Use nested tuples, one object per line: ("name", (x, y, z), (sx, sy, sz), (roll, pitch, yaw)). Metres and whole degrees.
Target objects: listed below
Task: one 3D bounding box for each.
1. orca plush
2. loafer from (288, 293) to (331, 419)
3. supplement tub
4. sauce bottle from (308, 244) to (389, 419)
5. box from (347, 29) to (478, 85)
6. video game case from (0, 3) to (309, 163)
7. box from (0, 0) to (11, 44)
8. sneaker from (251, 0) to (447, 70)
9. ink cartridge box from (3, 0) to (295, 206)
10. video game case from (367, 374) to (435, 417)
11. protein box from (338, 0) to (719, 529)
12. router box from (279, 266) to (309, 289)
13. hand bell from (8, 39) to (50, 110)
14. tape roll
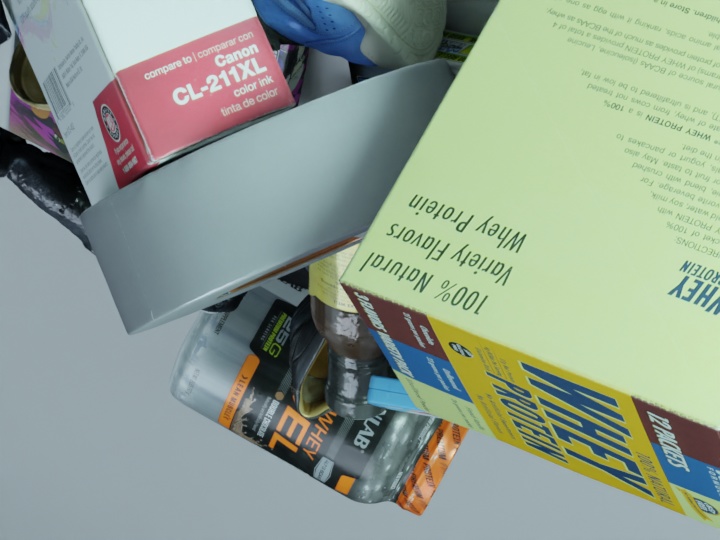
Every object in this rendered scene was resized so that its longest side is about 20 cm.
("orca plush", (-0.134, -0.047, 1.717), (0.200, 0.105, 0.071), (41, 116, -17))
("loafer", (0.017, 0.027, 1.718), (0.072, 0.073, 0.200), (22, 143, -16))
("supplement tub", (-0.022, 0.080, 1.923), (0.199, 0.123, 0.123), (29, 163, 3))
("sauce bottle", (0.000, 0.000, 1.624), (0.064, 0.065, 0.201), (22, 131, 23))
("box", (0.057, -0.030, 1.479), (0.110, 0.035, 0.201), (15, 127, 39))
("video game case", (-0.128, -0.119, 1.586), (0.199, 0.036, 0.182), (27, 140, 11))
("box", (-0.285, -0.209, 1.417), (0.182, 0.104, 0.201), (51, -167, -47))
("sneaker", (-0.041, -0.164, 1.351), (0.111, 0.077, 0.200), (10, 161, 27))
("ink cartridge box", (-0.122, -0.145, 1.367), (0.201, 0.082, 0.146), (67, 163, 1))
("video game case", (0.106, 0.086, 1.575), (0.199, 0.018, 0.143), (10, 177, 4))
("protein box", (0.135, -0.016, 1.271), (0.198, 0.201, 0.135), (21, 160, 27))
("router box", (-0.107, -0.073, 1.753), (0.157, 0.052, 0.200), (19, 160, 34))
("hand bell", (-0.100, -0.063, 1.542), (0.104, 0.104, 0.200), (13, 149, 43))
("tape roll", (-0.035, -0.036, 1.376), (0.066, 0.199, 0.200), (67, 160, 2))
